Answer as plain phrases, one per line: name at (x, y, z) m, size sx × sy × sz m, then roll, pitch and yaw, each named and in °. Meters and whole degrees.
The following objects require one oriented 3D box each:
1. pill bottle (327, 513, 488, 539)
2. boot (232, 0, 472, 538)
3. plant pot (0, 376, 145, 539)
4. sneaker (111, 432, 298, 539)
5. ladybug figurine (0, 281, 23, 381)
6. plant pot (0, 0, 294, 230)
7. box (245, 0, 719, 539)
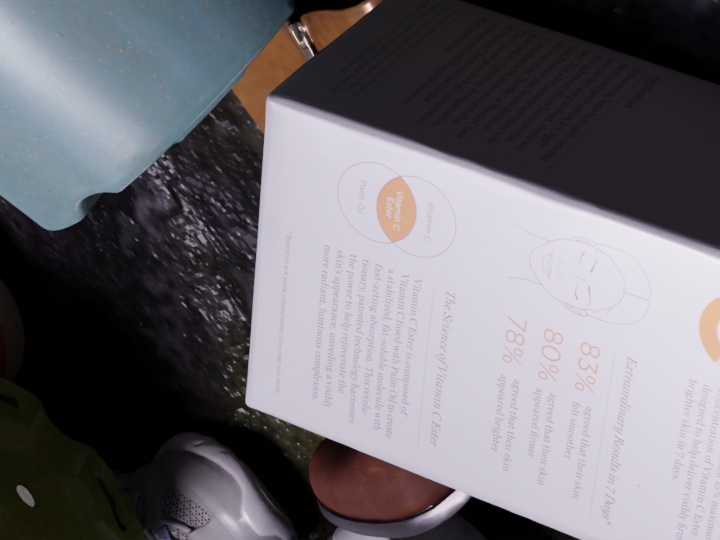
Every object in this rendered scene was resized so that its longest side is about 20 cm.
pill bottle at (-0.023, 0.189, 1.180) m, size 0.113 × 0.113 × 0.200 m, roll 43°, pitch 107°, yaw 1°
boot at (0.000, 0.000, 1.067) m, size 0.200 × 0.068 × 0.188 m, roll 54°, pitch 146°, yaw -13°
plant pot at (-0.197, 0.147, 1.234) m, size 0.184 × 0.200 × 0.200 m, roll -41°, pitch 95°, yaw 20°
sneaker at (-0.101, 0.131, 1.306) m, size 0.075 × 0.082 × 0.200 m, roll 52°, pitch 146°, yaw -12°
ladybug figurine at (-0.232, 0.038, 1.318) m, size 0.136 × 0.072 × 0.200 m, roll 35°, pitch 145°, yaw -15°
plant pot at (-0.125, -0.130, 0.959) m, size 0.196 × 0.200 × 0.200 m, roll 44°, pitch 148°, yaw -14°
box at (0.074, 0.006, 0.925) m, size 0.200 × 0.097 × 0.125 m, roll 21°, pitch 127°, yaw 21°
